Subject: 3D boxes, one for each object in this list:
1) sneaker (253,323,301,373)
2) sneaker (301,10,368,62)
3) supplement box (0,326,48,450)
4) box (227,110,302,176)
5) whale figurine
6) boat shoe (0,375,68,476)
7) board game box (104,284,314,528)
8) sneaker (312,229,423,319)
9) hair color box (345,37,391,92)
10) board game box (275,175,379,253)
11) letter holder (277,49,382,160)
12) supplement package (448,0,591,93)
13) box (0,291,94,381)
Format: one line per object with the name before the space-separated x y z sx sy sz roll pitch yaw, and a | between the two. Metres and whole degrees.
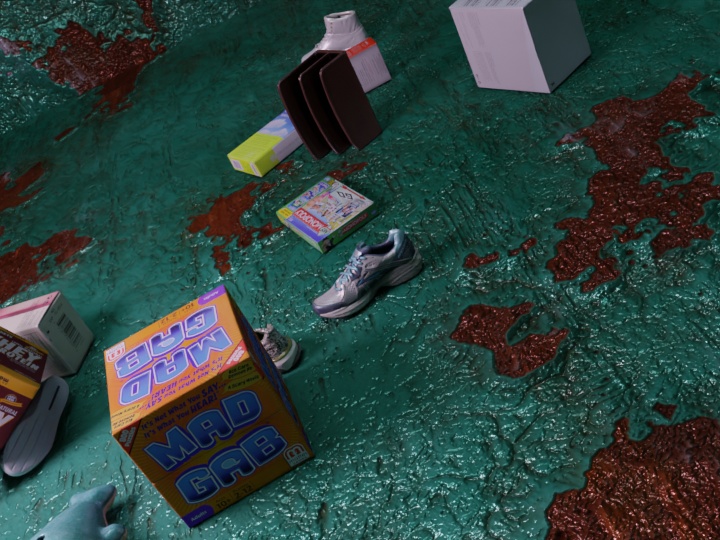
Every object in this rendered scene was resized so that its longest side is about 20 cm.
sneaker | -0.196 0.121 1.395 0.199 0.089 0.077 -13 35 23
sneaker | -0.086 -0.625 2.327 0.199 0.116 0.074 -21 35 14
supplement box | -0.637 0.216 1.449 0.200 0.132 0.197 -57 20 3
box | -0.199 -0.301 2.023 0.200 0.048 0.122 -42 36 -21
whale figurine | -0.398 0.367 1.189 0.158 0.104 0.200 -19 33 15
boat shoe | -0.562 0.273 1.490 0.071 0.072 0.200 -33 26 33
board game box | -0.214 0.185 1.217 0.199 0.200 0.200 -29 32 -3
sneaker | 0.000 0.000 1.419 0.200 0.087 0.078 -33 32 -7
hair color box | -0.037 -0.460 2.073 0.199 0.102 0.061 -28 33 -1
board game box | -0.067 -0.112 1.679 0.134 0.029 0.200 -36 33 -13
letter holder | -0.068 -0.342 1.838 0.142 0.200 0.100 -43 36 -23
supplement package | 0.322 -0.482 1.750 0.147 0.192 0.200 -43 36 -22
box | -0.638 0.140 1.664 0.199 0.128 0.109 -15 34 19
